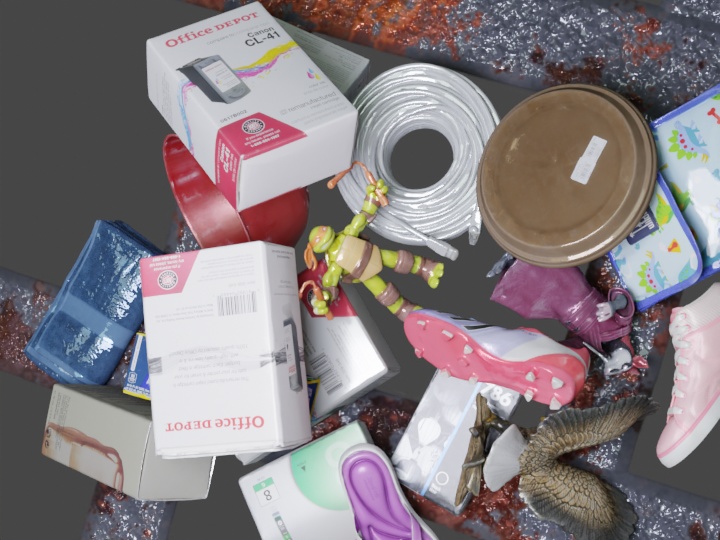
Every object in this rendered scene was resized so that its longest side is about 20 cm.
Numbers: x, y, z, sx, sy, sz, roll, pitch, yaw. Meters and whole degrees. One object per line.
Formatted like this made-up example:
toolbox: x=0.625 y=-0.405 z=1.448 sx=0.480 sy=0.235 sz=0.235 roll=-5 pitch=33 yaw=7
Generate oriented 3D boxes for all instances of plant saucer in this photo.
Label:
plant saucer: x=0.207 y=-0.103 z=1.215 sx=0.198 sy=0.029 sz=0.203 roll=-9 pitch=71 yaw=27

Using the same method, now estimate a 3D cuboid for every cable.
cable: x=0.070 y=-0.129 z=1.329 sx=0.198 sy=0.069 sz=0.202 roll=21 pitch=90 yaw=14

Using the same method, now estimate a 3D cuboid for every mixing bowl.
mixing bowl: x=-0.127 y=-0.085 z=1.326 sx=0.108 sy=0.200 sz=0.201 roll=-30 pitch=78 yaw=-20

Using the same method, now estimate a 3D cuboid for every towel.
towel: x=-0.315 y=0.045 z=1.416 sx=0.111 sy=0.049 sz=0.201 roll=33 pitch=93 yaw=13

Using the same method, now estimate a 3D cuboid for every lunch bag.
lunch bag: x=0.342 y=-0.075 z=1.237 sx=0.199 sy=0.127 sz=0.172 roll=-29 pitch=79 yaw=21

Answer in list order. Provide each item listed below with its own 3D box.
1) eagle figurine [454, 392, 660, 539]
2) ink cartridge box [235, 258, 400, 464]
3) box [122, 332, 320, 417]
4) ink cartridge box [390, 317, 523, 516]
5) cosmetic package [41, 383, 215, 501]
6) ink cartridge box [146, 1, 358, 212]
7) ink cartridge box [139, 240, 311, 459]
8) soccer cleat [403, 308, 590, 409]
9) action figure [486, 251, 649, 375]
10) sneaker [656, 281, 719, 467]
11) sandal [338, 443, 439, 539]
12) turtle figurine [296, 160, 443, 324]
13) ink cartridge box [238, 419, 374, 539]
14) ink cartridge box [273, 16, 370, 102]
eagle figurine: x=0.210 y=0.194 z=1.232 sx=0.198 sy=0.152 sz=0.152 roll=13 pitch=54 yaw=8
ink cartridge box: x=-0.077 y=0.103 z=1.328 sx=0.199 sy=0.086 sz=0.149 roll=-33 pitch=79 yaw=11
box: x=-0.149 y=0.123 z=1.261 sx=0.198 sy=0.064 sz=0.071 roll=15 pitch=91 yaw=14
ink cartridge box: x=0.115 y=0.162 z=1.310 sx=0.099 sy=0.039 sz=0.202 roll=27 pitch=91 yaw=15
cosmetic package: x=-0.261 y=0.191 z=1.321 sx=0.199 sy=0.103 sz=0.088 roll=10 pitch=89 yaw=46
ink cartridge box: x=-0.116 y=-0.174 z=1.224 sx=0.147 sy=0.086 sz=0.200 roll=-25 pitch=59 yaw=-26
ink cartridge box: x=-0.134 y=0.081 z=1.177 sx=0.144 sy=0.085 sz=0.203 roll=-7 pitch=84 yaw=21
soccer cleat: x=0.141 y=0.082 z=1.221 sx=0.198 sy=0.076 sz=0.067 roll=19 pitch=129 yaw=24
action figure: x=0.234 y=0.041 z=1.278 sx=0.200 sy=0.149 sz=0.134 roll=43 pitch=126 yaw=-5
sneaker: x=0.350 y=0.102 z=1.239 sx=0.104 sy=0.075 sz=0.201 roll=36 pitch=87 yaw=9
sandal: x=0.031 y=0.288 z=1.283 sx=0.082 sy=0.050 sz=0.204 roll=-29 pitch=97 yaw=7
turtle figurine: x=0.000 y=0.000 z=1.257 sx=0.160 sy=0.064 sz=0.202 roll=29 pitch=72 yaw=-18
ink cartridge box: x=-0.028 y=0.294 z=1.329 sx=0.160 sy=0.050 sz=0.202 roll=-27 pitch=78 yaw=10
ink cartridge box: x=-0.104 y=-0.200 z=1.331 sx=0.161 sy=0.057 sz=0.201 roll=26 pitch=57 yaw=13
